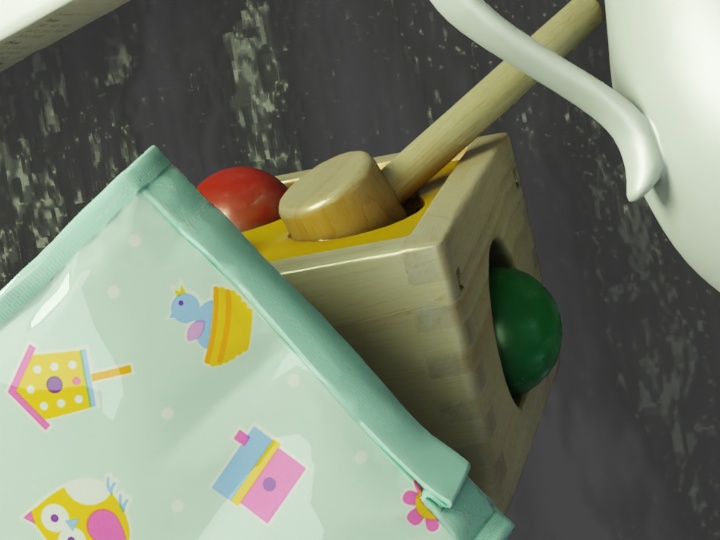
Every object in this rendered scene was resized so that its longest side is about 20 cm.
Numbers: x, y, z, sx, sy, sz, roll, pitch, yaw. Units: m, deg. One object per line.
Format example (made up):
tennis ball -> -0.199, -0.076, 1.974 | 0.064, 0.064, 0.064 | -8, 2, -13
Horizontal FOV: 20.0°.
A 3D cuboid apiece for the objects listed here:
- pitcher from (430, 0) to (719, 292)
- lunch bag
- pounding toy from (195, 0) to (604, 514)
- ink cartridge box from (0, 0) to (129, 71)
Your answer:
pitcher -> 0.121, -0.076, 0.735 | 0.171, 0.121, 0.201 | -25, 85, -19
lunch bag -> -0.071, 0.076, 0.649 | 0.200, 0.122, 0.171 | -41, 94, 26
pounding toy -> 0.000, 0.000, 0.771 | 0.198, 0.184, 0.143 | -10, 105, 16
ink cartridge box -> -0.168, -0.142, 0.847 | 0.199, 0.067, 0.117 | -25, 88, 16
